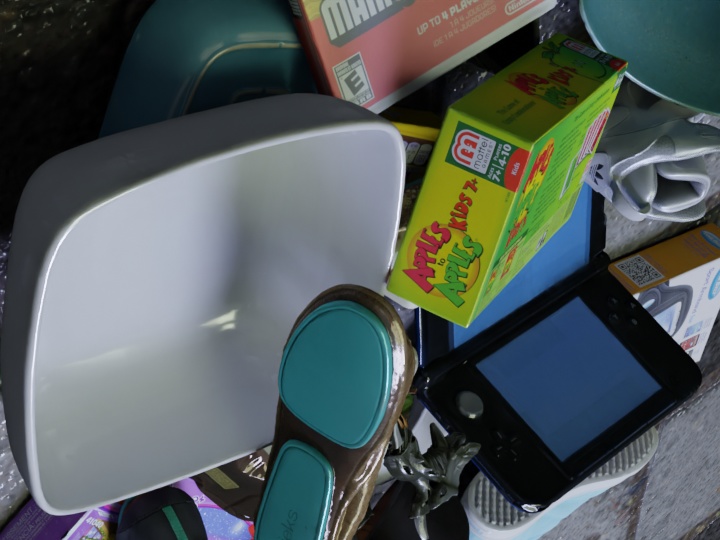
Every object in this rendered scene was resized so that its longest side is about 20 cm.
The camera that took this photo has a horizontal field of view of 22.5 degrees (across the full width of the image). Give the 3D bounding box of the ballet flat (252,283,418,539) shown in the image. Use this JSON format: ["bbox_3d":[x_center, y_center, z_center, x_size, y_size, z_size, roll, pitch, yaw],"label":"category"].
[{"bbox_3d":[-0.005,0.072,0.897,0.072,0.068,0.201,-38,150,-45],"label":"ballet flat"}]

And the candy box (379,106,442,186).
[{"bbox_3d":[-0.039,-0.050,1.006,0.199,0.026,0.103,2,126,-49],"label":"candy box"}]

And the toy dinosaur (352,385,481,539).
[{"bbox_3d":[-0.016,0.095,1.055,0.136,0.102,0.201,51,54,-34],"label":"toy dinosaur"}]

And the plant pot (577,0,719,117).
[{"bbox_3d":[0.234,-0.200,1.043,0.201,0.199,0.136,71,29,-54],"label":"plant pot"}]

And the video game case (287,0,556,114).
[{"bbox_3d":[0.015,-0.186,0.860,0.143,0.017,0.201,-32,121,-23],"label":"video game case"}]

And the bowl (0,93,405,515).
[{"bbox_3d":[-0.084,0.004,0.858,0.199,0.075,0.201,-18,138,-32],"label":"bowl"}]

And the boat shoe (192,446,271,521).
[{"bbox_3d":[-0.089,0.074,1.046,0.071,0.077,0.200,-7,147,16],"label":"boat shoe"}]

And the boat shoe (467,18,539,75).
[{"bbox_3d":[0.061,-0.179,0.955,0.069,0.057,0.200,-39,147,-12],"label":"boat shoe"}]

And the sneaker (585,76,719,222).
[{"bbox_3d":[0.202,-0.097,1.148,0.199,0.115,0.075,-26,147,-29],"label":"sneaker"}]

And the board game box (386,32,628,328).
[{"bbox_3d":[0.081,-0.054,0.955,0.200,0.047,0.102,-40,151,-63],"label":"board game box"}]

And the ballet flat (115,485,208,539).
[{"bbox_3d":[-0.113,0.212,1.086,0.073,0.073,0.201,-27,142,-28],"label":"ballet flat"}]

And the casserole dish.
[{"bbox_3d":[-0.073,-0.058,0.904,0.121,0.039,0.201,-6,129,-42],"label":"casserole dish"}]

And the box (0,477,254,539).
[{"bbox_3d":[-0.139,0.176,1.118,0.137,0.039,0.200,-48,147,2],"label":"box"}]

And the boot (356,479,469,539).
[{"bbox_3d":[-0.029,0.221,1.218,0.199,0.069,0.189,-33,-165,28],"label":"boot"}]

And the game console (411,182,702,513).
[{"bbox_3d":[0.132,0.025,1.159,0.199,0.171,0.119,-30,160,-38],"label":"game console"}]

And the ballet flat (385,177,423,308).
[{"bbox_3d":[0.000,0.000,1.019,0.199,0.065,0.071,-26,148,-23],"label":"ballet flat"}]

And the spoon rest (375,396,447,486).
[{"bbox_3d":[0.041,0.088,1.215,0.199,0.061,0.100,-32,145,-21],"label":"spoon rest"}]

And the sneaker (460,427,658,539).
[{"bbox_3d":[0.145,0.164,1.421,0.199,0.074,0.082,-20,157,-32],"label":"sneaker"}]

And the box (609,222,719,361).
[{"bbox_3d":[0.214,0.039,1.382,0.199,0.041,0.120,-19,138,-33],"label":"box"}]
